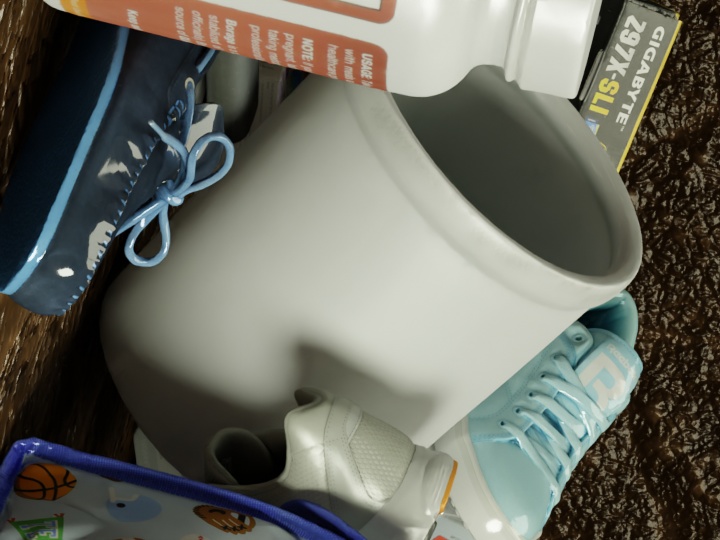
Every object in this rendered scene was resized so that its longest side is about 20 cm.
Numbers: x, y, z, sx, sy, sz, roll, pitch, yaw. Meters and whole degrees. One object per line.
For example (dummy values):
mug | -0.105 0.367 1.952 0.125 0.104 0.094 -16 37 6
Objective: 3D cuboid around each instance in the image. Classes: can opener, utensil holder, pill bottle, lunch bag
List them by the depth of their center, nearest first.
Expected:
pill bottle | -0.010 -0.126 1.019 0.112 0.199 0.113 14 90 -86
lunch bag | -0.071 0.180 1.191 0.124 0.199 0.171 -68 170 -55
can opener | -0.064 -0.128 1.267 0.200 0.053 0.067 95 11 -68
utensil holder | 0.000 0.000 1.308 0.200 0.170 0.170 -42 -168 26

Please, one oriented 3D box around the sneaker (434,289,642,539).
sneaker | 0.092 0.061 1.382 0.082 0.074 0.200 -32 -161 27

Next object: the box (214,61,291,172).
box | -0.062 -0.063 1.560 0.200 0.041 0.039 95 7 -57

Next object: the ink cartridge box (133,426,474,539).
ink cartridge box | -0.027 0.107 1.448 0.200 0.050 0.163 -37 -132 32

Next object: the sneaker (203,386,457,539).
sneaker | -0.045 0.114 1.261 0.200 0.092 0.076 -43 -168 37

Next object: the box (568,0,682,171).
box | 0.061 -0.097 1.513 0.049 0.200 0.160 11 104 -42

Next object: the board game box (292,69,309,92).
board game box | 0.023 -0.169 1.511 0.034 0.134 0.201 14 72 -43

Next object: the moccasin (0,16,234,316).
moccasin | -0.077 -0.058 1.073 0.080 0.068 0.201 -35 -153 45

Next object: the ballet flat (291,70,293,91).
ballet flat | -0.033 -0.061 1.734 0.070 0.067 0.201 -33 -154 30

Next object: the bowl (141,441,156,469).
bowl | -0.085 0.130 1.619 0.200 0.074 0.201 103 3 -68
